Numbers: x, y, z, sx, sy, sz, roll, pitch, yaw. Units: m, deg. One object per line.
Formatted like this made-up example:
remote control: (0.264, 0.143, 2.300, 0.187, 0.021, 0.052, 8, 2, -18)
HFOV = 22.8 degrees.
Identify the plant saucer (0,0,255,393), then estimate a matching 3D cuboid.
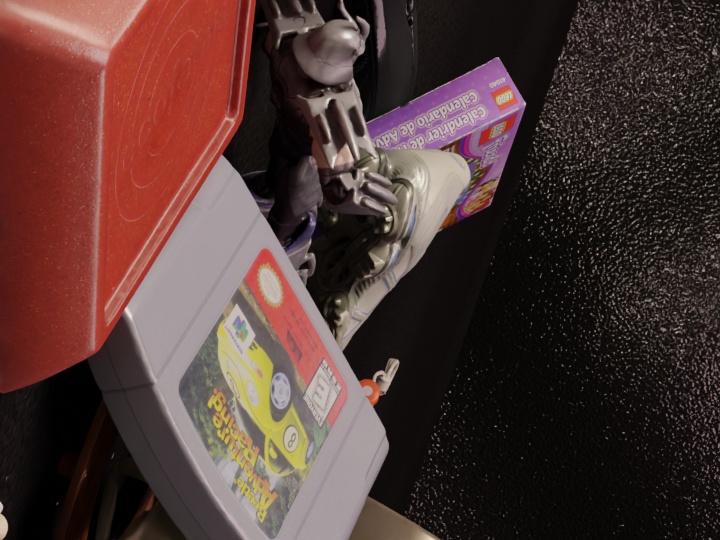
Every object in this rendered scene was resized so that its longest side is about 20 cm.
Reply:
plant saucer: (-0.085, -0.076, 0.710, 0.201, 0.036, 0.200, 100, 12, -46)

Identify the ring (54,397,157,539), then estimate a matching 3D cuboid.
ring: (-0.121, 0.094, 0.927, 0.200, 0.019, 0.202, 21, 90, -81)

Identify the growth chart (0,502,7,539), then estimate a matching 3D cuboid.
growth chart: (-0.183, 0.155, 0.657, 0.145, 0.018, 0.201, 97, 15, -59)

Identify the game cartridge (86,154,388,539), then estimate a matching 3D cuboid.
game cartridge: (-0.057, 0.060, 0.838, 0.201, 0.041, 0.134, 61, 40, -28)

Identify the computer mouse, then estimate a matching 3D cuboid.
computer mouse: (0.013, -0.145, 1.137, 0.139, 0.052, 0.201, -60, 167, -55)

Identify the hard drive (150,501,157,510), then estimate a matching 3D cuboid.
hard drive: (-0.138, 0.225, 0.919, 0.200, 0.026, 0.133, -53, 154, -33)

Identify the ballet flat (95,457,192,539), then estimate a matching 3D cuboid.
ballet flat: (-0.086, 0.097, 0.879, 0.201, 0.069, 0.070, -67, 172, -50)

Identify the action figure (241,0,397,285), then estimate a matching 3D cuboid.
action figure: (-0.028, -0.067, 0.925, 0.201, 0.069, 0.131, 115, -30, -52)

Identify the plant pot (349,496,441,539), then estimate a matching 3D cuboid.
plant pot: (-0.001, 0.251, 1.195, 0.174, 0.199, 0.200, -58, 170, -9)

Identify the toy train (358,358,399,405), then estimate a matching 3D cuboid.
toy train: (-0.031, 0.169, 1.598, 0.150, 0.055, 0.202, -47, 159, -73)

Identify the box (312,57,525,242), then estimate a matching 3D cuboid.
box: (0.030, -0.059, 1.178, 0.136, 0.039, 0.200, -27, 167, -9)

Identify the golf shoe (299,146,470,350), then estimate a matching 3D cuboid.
golf shoe: (0.000, 0.000, 1.081, 0.097, 0.079, 0.200, -17, 158, -43)
